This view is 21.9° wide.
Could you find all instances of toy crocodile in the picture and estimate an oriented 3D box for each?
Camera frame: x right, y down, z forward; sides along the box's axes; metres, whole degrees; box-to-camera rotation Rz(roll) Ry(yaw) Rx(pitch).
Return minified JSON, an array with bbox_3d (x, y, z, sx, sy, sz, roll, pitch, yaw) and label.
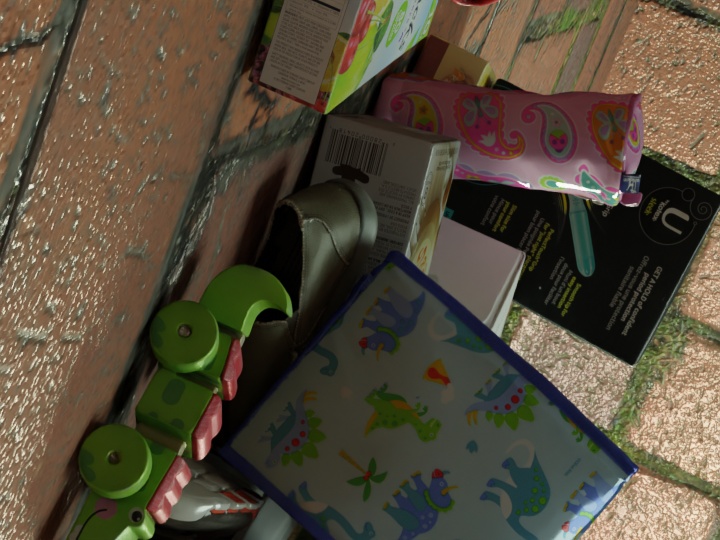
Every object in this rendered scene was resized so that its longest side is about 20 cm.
[{"bbox_3d":[-0.103,0.084,1.021,0.201,0.061,0.068,-62,170,-21],"label":"toy crocodile"}]

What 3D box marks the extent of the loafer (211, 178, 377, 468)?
[{"bbox_3d":[-0.059,0.032,1.167,0.069,0.075,0.201,5,112,-48],"label":"loafer"}]

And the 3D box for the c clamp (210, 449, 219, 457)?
[{"bbox_3d":[-0.061,0.079,1.359,0.200,0.027,0.172,69,45,-76],"label":"c clamp"}]

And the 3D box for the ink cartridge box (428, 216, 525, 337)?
[{"bbox_3d":[0.034,0.043,1.442,0.201,0.144,0.085,102,14,-55],"label":"ink cartridge box"}]

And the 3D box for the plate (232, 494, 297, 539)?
[{"bbox_3d":[-0.099,0.216,1.284,0.200,0.032,0.200,-51,-178,34],"label":"plate"}]

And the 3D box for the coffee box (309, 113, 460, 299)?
[{"bbox_3d":[0.000,0.000,1.265,0.114,0.079,0.202,-21,126,-76],"label":"coffee box"}]

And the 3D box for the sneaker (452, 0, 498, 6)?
[{"bbox_3d":[0.091,-0.243,1.141,0.201,0.078,0.116,99,-12,-55],"label":"sneaker"}]

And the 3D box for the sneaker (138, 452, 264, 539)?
[{"bbox_3d":[-0.108,0.159,1.157,0.082,0.077,0.200,-59,170,-2],"label":"sneaker"}]

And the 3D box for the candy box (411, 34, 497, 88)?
[{"bbox_3d":[0.066,-0.113,1.508,0.116,0.055,0.200,-65,171,1],"label":"candy box"}]

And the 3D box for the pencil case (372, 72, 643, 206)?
[{"bbox_3d":[0.107,-0.094,1.347,0.087,0.198,0.088,7,90,-78],"label":"pencil case"}]

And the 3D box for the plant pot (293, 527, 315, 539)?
[{"bbox_3d":[0.005,0.242,1.299,0.190,0.200,0.200,-43,167,-8],"label":"plant pot"}]

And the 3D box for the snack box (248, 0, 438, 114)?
[{"bbox_3d":[0.012,-0.183,1.037,0.143,0.053,0.200,-69,171,24],"label":"snack box"}]

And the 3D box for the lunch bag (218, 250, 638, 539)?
[{"bbox_3d":[0.037,0.114,1.150,0.170,0.200,0.127,-49,-168,-8],"label":"lunch bag"}]

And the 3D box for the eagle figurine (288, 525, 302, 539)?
[{"bbox_3d":[-0.055,0.247,1.461,0.151,0.151,0.201,-37,-148,32],"label":"eagle figurine"}]

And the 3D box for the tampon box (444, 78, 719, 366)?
[{"bbox_3d":[0.167,-0.035,1.483,0.151,0.199,0.126,-61,171,3],"label":"tampon box"}]
